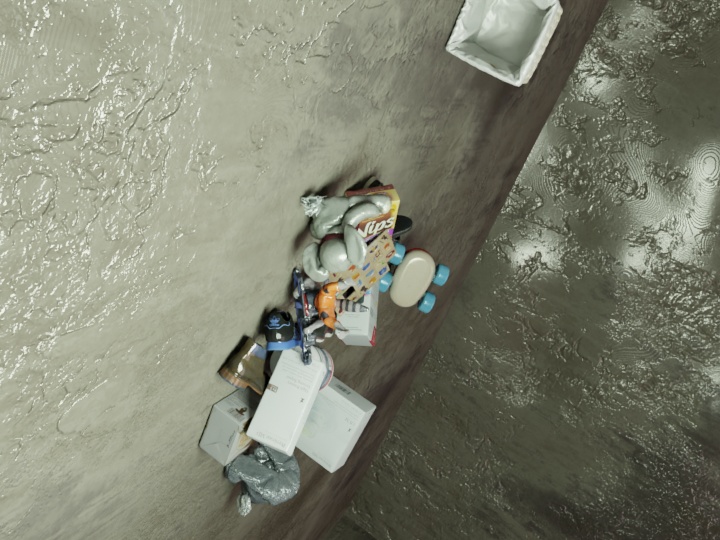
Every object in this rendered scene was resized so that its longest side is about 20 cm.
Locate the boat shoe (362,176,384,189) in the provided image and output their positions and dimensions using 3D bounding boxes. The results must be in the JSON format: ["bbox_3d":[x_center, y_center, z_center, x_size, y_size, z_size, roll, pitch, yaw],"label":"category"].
[{"bbox_3d":[0.034,-0.132,1.713,0.072,0.067,0.201,-51,163,-30],"label":"boat shoe"}]

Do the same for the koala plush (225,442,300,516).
[{"bbox_3d":[-0.257,0.548,1.888,0.177,0.183,0.201,-42,169,-43],"label":"koala plush"}]

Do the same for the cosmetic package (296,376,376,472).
[{"bbox_3d":[-0.096,0.426,2.065,0.203,0.197,0.123,-61,164,8],"label":"cosmetic package"}]

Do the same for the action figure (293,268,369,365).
[{"bbox_3d":[-0.076,0.097,1.522,0.103,0.192,0.205,-7,98,-35],"label":"action figure"}]

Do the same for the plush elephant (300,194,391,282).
[{"bbox_3d":[-0.037,-0.064,1.431,0.198,0.162,0.159,-1,82,-54],"label":"plush elephant"}]

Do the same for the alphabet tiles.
[{"bbox_3d":[0.000,0.000,1.642,0.200,0.008,0.168,-43,148,-10],"label":"alphabet tiles"}]

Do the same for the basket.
[{"bbox_3d":[0.331,-0.552,1.642,0.203,0.196,0.161,-66,166,22],"label":"basket"}]

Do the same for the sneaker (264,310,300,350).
[{"bbox_3d":[-0.165,0.125,1.564,0.200,0.068,0.080,14,76,-89],"label":"sneaker"}]

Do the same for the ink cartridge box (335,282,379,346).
[{"bbox_3d":[-0.004,0.072,1.784,0.146,0.081,0.205,62,32,-71],"label":"ink cartridge box"}]

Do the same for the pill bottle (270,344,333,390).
[{"bbox_3d":[-0.143,0.227,1.718,0.121,0.118,0.200,-58,163,-3],"label":"pill bottle"}]

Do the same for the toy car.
[{"bbox_3d":[0.144,0.000,2.182,0.179,0.181,0.200,-63,-168,14],"label":"toy car"}]

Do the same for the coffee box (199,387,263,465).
[{"bbox_3d":[-0.259,0.330,1.618,0.199,0.079,0.116,-25,143,-63],"label":"coffee box"}]

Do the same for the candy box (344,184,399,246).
[{"bbox_3d":[0.014,-0.098,1.635,0.114,0.057,0.202,-11,142,-17],"label":"candy box"}]

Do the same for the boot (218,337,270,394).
[{"bbox_3d":[-0.217,0.201,1.528,0.098,0.074,0.200,-55,162,-1],"label":"boot"}]

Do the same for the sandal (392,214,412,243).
[{"bbox_3d":[0.058,-0.086,1.859,0.199,0.075,0.049,-34,147,-37],"label":"sandal"}]

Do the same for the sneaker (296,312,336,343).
[{"bbox_3d":[-0.096,0.104,1.752,0.200,0.074,0.118,-12,125,-81],"label":"sneaker"}]

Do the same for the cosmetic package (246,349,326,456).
[{"bbox_3d":[-0.156,0.281,1.553,0.074,0.100,0.203,81,30,-70],"label":"cosmetic package"}]
